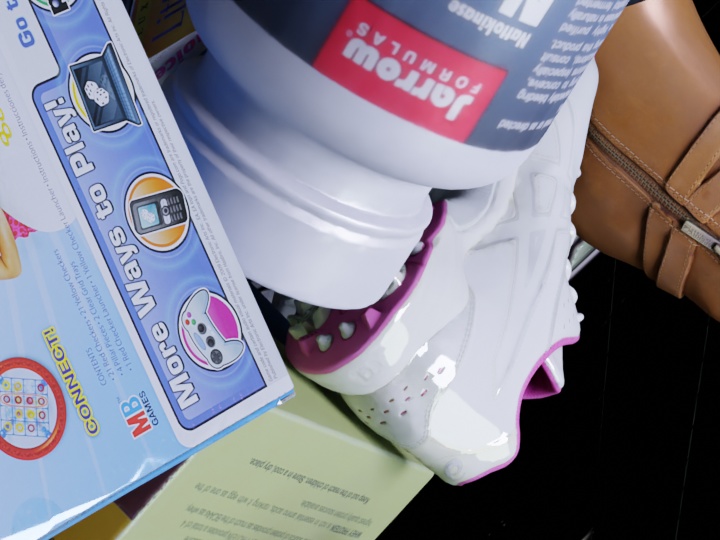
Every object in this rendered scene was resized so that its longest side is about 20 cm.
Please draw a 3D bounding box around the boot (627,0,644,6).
[{"bbox_3d":[0.024,-0.078,0.948,0.168,0.077,0.200,-40,-171,-16],"label":"boot"}]

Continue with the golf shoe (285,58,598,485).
[{"bbox_3d":[0.045,-0.006,1.013,0.075,0.092,0.200,-24,-156,44],"label":"golf shoe"}]

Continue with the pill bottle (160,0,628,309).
[{"bbox_3d":[0.018,-0.093,0.831,0.119,0.120,0.200,-8,134,-59],"label":"pill bottle"}]

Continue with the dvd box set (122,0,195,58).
[{"bbox_3d":[-0.005,-0.159,0.888,0.200,0.029,0.147,-36,155,-34],"label":"dvd box set"}]

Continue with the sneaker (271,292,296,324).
[{"bbox_3d":[0.000,0.000,1.106,0.099,0.078,0.201,143,-43,-80],"label":"sneaker"}]

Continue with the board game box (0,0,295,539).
[{"bbox_3d":[-0.136,-0.014,0.750,0.196,0.201,0.056,-28,-173,-42],"label":"board game box"}]

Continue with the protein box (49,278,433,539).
[{"bbox_3d":[-0.113,0.085,0.962,0.200,0.135,0.198,-48,159,5],"label":"protein box"}]

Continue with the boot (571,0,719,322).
[{"bbox_3d":[0.144,-0.083,1.234,0.074,0.155,0.200,-31,152,-39],"label":"boot"}]

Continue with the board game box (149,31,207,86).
[{"bbox_3d":[-0.046,-0.135,0.939,0.200,0.034,0.135,-43,158,-16],"label":"board game box"}]

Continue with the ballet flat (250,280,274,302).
[{"bbox_3d":[-0.010,-0.008,1.220,0.200,0.067,0.057,-36,-165,-28],"label":"ballet flat"}]
